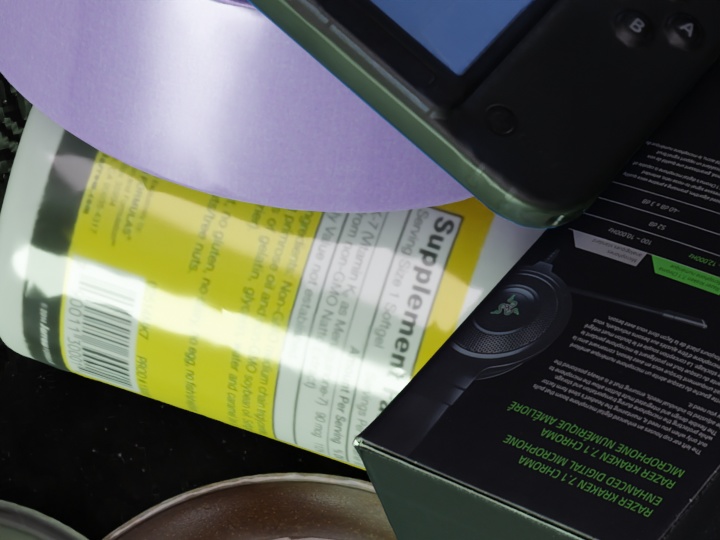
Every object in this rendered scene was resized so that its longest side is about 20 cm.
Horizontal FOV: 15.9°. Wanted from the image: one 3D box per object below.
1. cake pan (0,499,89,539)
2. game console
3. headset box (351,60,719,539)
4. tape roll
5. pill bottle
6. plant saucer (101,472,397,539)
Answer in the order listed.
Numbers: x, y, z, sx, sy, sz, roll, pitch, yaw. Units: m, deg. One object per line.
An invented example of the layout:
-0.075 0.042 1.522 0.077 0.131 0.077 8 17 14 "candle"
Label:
-0.135 0.170 0.787 0.199 0.037 0.202 -2 84 23 "cake pan"
0.035 -0.144 0.624 0.200 0.118 0.171 41 58 5 "game console"
0.107 0.058 0.675 0.092 0.175 0.200 20 56 39 "headset box"
-0.014 -0.106 0.743 0.199 0.201 0.066 17 132 8 "tape roll"
0.000 0.000 0.773 0.199 0.114 0.115 18 87 8 "pill bottle"
-0.019 0.164 0.804 0.199 0.032 0.202 -1 85 8 "plant saucer"
